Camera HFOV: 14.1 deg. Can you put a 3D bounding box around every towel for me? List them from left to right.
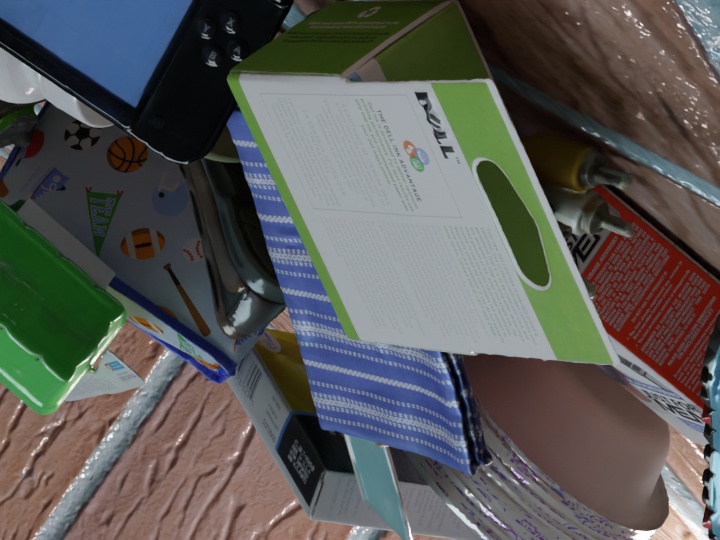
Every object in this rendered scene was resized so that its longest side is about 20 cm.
[{"bbox_3d":[-0.006,0.004,1.483,0.144,0.024,0.201,12,124,53],"label":"towel"}]

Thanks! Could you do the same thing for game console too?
[{"bbox_3d":[-0.139,-0.162,1.430,0.199,0.176,0.116,34,-158,8],"label":"game console"}]

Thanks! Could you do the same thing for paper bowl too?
[{"bbox_3d":[0.113,0.092,1.811,0.200,0.104,0.201,39,-159,-18],"label":"paper bowl"}]

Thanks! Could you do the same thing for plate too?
[{"bbox_3d":[-0.005,0.068,1.716,0.200,0.025,0.201,164,90,-90],"label":"plate"}]

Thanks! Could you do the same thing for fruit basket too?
[{"bbox_3d":[-0.225,0.014,1.832,0.185,0.094,0.200,41,169,-11],"label":"fruit basket"}]

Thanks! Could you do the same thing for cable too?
[{"bbox_3d":[0.046,-0.053,1.434,0.050,0.098,0.200,-18,-134,-44],"label":"cable"}]

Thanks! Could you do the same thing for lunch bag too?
[{"bbox_3d":[-0.122,-0.051,1.877,0.199,0.171,0.124,34,168,-3],"label":"lunch bag"}]

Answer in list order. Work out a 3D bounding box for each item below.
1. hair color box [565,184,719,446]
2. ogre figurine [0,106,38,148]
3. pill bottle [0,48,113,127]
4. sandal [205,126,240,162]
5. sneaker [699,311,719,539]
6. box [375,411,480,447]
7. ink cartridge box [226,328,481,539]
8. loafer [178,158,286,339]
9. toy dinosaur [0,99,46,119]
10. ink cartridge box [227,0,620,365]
[{"bbox_3d":[0.147,0.023,1.519,0.200,0.064,0.111,39,173,-21],"label":"hair color box"},{"bbox_3d":[-0.254,-0.157,1.852,0.119,0.201,0.098,7,169,31],"label":"ogre figurine"},{"bbox_3d":[-0.206,-0.166,1.682,0.199,0.120,0.120,32,173,25],"label":"pill bottle"},{"bbox_3d":[-0.084,-0.115,1.621,0.057,0.080,0.201,25,168,33],"label":"sandal"},{"bbox_3d":[0.217,0.084,1.406,0.095,0.080,0.200,15,149,20],"label":"sneaker"},{"bbox_3d":[0.000,0.000,1.635,0.201,0.021,0.163,67,-164,6],"label":"box"},{"bbox_3d":[0.028,0.110,1.905,0.199,0.047,0.198,9,-158,-26],"label":"ink cartridge box"},{"bbox_3d":[-0.082,-0.049,1.724,0.072,0.063,0.201,17,-139,-33],"label":"loafer"},{"bbox_3d":[-0.167,-0.127,1.766,0.048,0.199,0.088,50,-153,-19],"label":"toy dinosaur"},{"bbox_3d":[0.047,-0.041,1.299,0.199,0.076,0.148,5,126,54],"label":"ink cartridge box"}]
